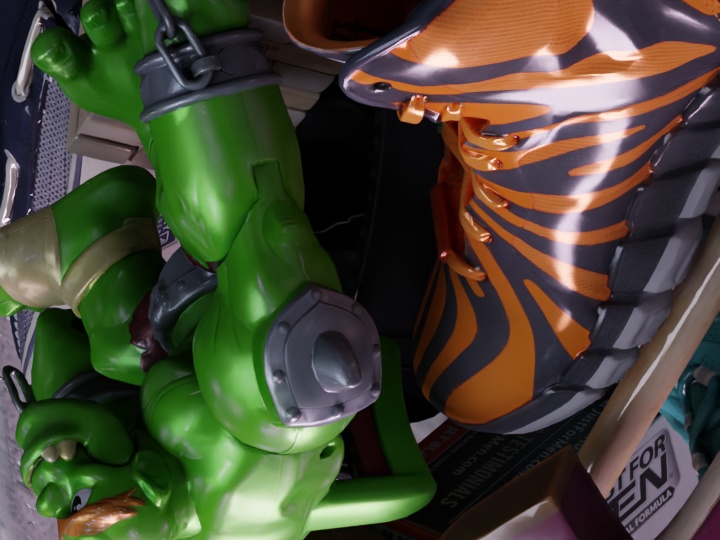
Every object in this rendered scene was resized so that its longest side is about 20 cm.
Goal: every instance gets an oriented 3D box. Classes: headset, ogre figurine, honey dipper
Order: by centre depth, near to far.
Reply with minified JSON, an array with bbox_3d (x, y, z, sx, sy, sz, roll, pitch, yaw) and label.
[{"bbox_3d":[0.085,0.002,0.685,0.038,0.038,0.200,39,124,19],"label":"honey dipper"},{"bbox_3d":[-0.041,0.014,0.688,0.200,0.098,0.120,-50,56,38],"label":"ogre figurine"},{"bbox_3d":[0.000,0.000,0.806,0.200,0.094,0.124,117,155,-46],"label":"headset"}]

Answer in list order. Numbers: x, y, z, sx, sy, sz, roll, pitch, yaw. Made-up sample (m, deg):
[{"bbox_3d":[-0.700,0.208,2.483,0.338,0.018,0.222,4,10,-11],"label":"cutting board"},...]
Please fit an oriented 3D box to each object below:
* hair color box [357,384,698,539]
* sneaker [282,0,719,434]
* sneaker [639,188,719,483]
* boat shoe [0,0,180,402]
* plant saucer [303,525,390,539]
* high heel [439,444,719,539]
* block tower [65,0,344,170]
[{"bbox_3d":[0.074,0.125,0.833,0.061,0.101,0.201,19,135,44],"label":"hair color box"},{"bbox_3d":[0.027,-0.039,0.642,0.200,0.112,0.078,117,147,-41],"label":"sneaker"},{"bbox_3d":[0.118,0.052,0.723,0.200,0.080,0.078,41,147,17],"label":"sneaker"},{"bbox_3d":[-0.094,-0.032,0.928,0.093,0.075,0.200,45,141,22],"label":"boat shoe"},{"bbox_3d":[0.019,0.142,0.782,0.200,0.035,0.201,45,154,29],"label":"plant saucer"},{"bbox_3d":[0.118,0.060,0.658,0.200,0.067,0.096,-30,101,32],"label":"high heel"},{"bbox_3d":[-0.017,-0.089,0.694,0.054,0.058,0.200,12,155,-19],"label":"block tower"}]
